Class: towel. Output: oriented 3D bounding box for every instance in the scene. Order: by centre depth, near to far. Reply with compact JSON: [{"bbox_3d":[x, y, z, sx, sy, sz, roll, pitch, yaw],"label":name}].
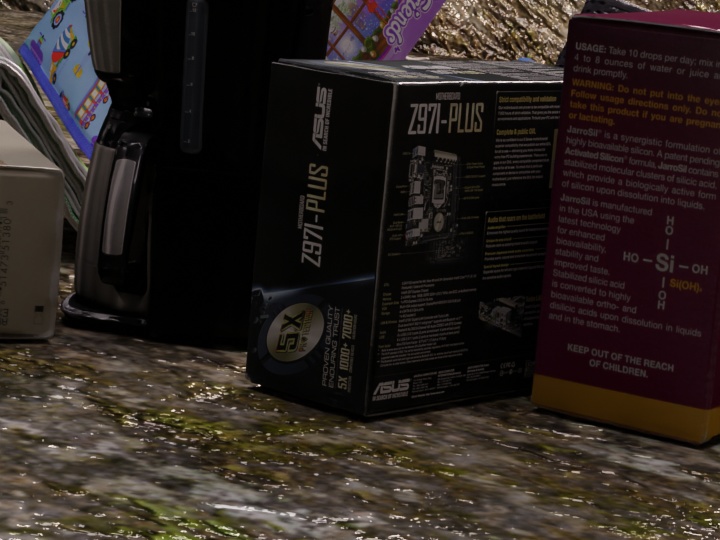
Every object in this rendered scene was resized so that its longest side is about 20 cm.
[{"bbox_3d":[-0.201,-0.088,1.591,0.031,0.150,0.200,-31,14,-1],"label":"towel"}]

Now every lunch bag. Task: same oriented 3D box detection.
[{"bbox_3d":[-0.137,-0.150,1.595,0.094,0.151,0.200,36,10,-23],"label":"lunch bag"}]

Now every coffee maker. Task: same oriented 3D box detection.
[{"bbox_3d":[-0.064,-0.068,1.343,0.190,0.202,0.135,3,10,-11],"label":"coffee maker"}]

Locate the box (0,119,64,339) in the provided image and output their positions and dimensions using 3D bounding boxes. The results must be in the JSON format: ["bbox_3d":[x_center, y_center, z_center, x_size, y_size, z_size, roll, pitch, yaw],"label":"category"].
[{"bbox_3d":[-0.219,-0.027,1.345,0.077,0.096,0.200,2,9,-17],"label":"box"}]

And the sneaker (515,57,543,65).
[{"bbox_3d":[0.045,-0.072,1.489,0.199,0.077,0.085,-23,39,-13],"label":"sneaker"}]

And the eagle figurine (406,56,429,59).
[{"bbox_3d":[-0.046,-0.100,1.621,0.150,0.152,0.201,17,56,23],"label":"eagle figurine"}]

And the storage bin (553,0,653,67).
[{"bbox_3d":[0.208,-0.094,1.678,0.134,0.094,0.200,24,-13,20],"label":"storage bin"}]

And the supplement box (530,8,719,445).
[{"bbox_3d":[0.167,-0.027,1.233,0.103,0.202,0.131,11,12,32],"label":"supplement box"}]

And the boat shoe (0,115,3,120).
[{"bbox_3d":[-0.270,-0.109,1.596,0.200,0.084,0.069,42,-5,31],"label":"boat shoe"}]

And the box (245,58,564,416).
[{"bbox_3d":[0.043,-0.022,1.248,0.086,0.165,0.199,14,13,40],"label":"box"}]

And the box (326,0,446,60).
[{"bbox_3d":[-0.032,-0.167,1.512,0.137,0.201,0.039,46,-32,-20],"label":"box"}]
